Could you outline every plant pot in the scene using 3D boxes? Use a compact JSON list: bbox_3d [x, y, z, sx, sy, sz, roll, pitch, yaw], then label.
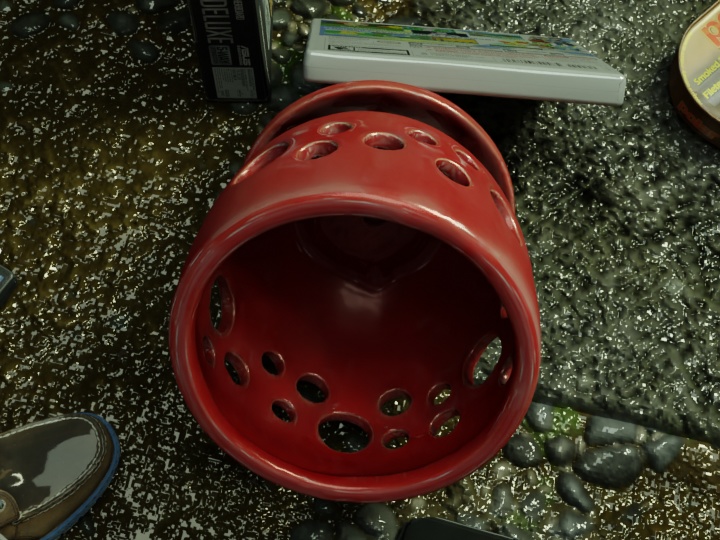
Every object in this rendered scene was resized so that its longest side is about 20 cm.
[{"bbox_3d":[0.000,0.000,0.696,0.197,0.203,0.183,6,33,-1],"label":"plant pot"}]

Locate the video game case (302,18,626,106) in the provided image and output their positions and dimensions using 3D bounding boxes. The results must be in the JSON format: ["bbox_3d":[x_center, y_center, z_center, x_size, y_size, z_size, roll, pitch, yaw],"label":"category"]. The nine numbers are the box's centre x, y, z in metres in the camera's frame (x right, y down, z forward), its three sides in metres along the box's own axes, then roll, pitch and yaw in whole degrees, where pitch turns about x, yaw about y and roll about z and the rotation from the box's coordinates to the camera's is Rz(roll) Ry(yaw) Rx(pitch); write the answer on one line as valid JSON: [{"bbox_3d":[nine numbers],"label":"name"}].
[{"bbox_3d":[0.062,-0.143,0.811,0.197,0.183,0.022,4,108,-2],"label":"video game case"}]

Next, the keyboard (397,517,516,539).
[{"bbox_3d":[0.050,0.244,0.685,0.126,0.021,0.202,9,64,29],"label":"keyboard"}]

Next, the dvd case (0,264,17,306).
[{"bbox_3d":[-0.343,0.011,0.780,0.198,0.018,0.143,30,66,10],"label":"dvd case"}]

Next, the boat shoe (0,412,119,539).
[{"bbox_3d":[-0.233,0.140,0.699,0.199,0.073,0.073,-30,70,-16],"label":"boat shoe"}]

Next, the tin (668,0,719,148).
[{"bbox_3d":[0.314,-0.167,0.901,0.199,0.042,0.112,-39,78,-19],"label":"tin"}]

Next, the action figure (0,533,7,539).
[{"bbox_3d":[-0.235,0.220,0.655,0.198,0.069,0.131,-29,101,-6],"label":"action figure"}]

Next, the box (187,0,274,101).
[{"bbox_3d":[-0.089,-0.235,0.812,0.049,0.201,0.160,0,64,1],"label":"box"}]
